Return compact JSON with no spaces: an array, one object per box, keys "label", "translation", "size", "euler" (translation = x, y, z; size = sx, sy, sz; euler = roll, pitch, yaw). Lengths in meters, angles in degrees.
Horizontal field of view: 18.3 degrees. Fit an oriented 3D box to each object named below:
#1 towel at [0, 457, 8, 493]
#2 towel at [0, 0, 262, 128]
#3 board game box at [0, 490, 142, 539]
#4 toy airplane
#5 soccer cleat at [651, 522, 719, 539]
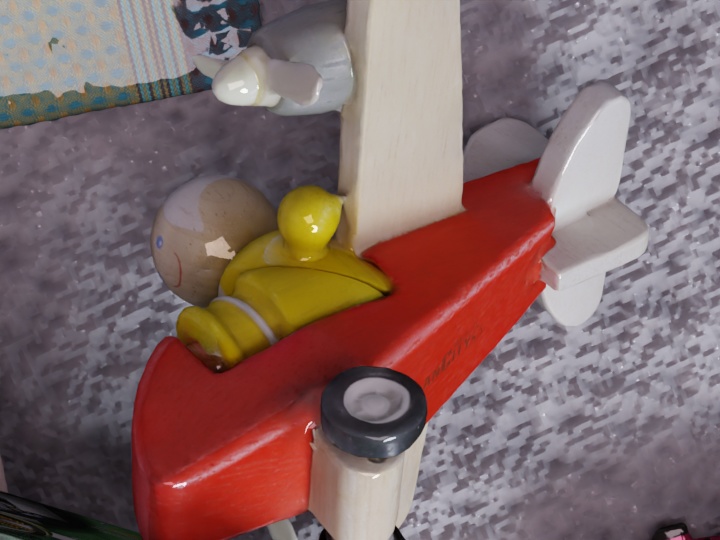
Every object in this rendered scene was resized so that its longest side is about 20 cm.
[{"label":"towel","translation":[-0.220,0.074,0.759],"size":[0.199,0.032,0.192],"euler":[-12,93,-9]},{"label":"towel","translation":[-0.139,-0.117,0.750],"size":[0.199,0.022,0.147],"euler":[-11,104,-5]},{"label":"board game box","translation":[-0.105,0.083,0.676],"size":[0.199,0.105,0.024],"euler":[15,86,13]},{"label":"toy airplane","translation":[0.000,0.000,0.726],"size":[0.141,0.199,0.201],"euler":[24,91,24]},{"label":"soccer cleat","translation":[0.169,0.129,0.805],"size":[0.199,0.070,0.087],"euler":[-14,103,-3]}]
